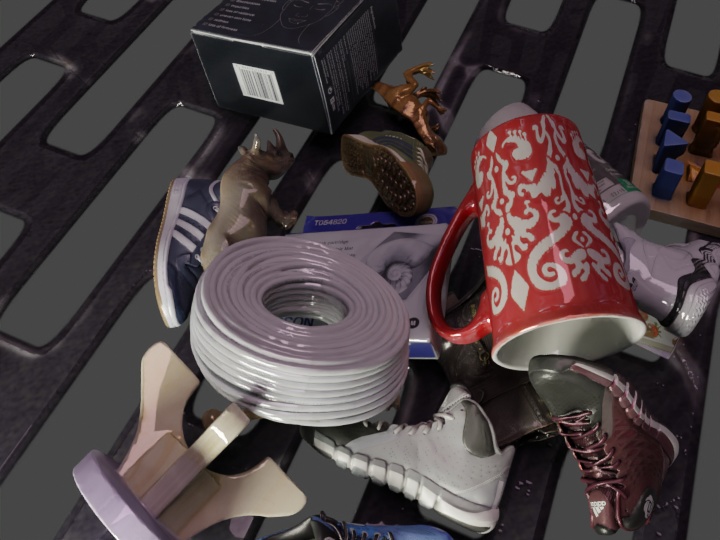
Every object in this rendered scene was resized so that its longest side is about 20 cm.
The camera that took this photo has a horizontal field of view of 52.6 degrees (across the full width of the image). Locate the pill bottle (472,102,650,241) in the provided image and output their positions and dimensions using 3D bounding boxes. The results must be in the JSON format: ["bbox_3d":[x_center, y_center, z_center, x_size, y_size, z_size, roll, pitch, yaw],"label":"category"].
[{"bbox_3d":[0.225,-0.099,0.843,0.112,0.114,0.201,-26,55,-19],"label":"pill bottle"}]

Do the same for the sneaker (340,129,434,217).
[{"bbox_3d":[0.053,-0.126,0.863,0.088,0.068,0.200,-13,29,-22],"label":"sneaker"}]

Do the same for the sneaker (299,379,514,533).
[{"bbox_3d":[0.050,0.146,0.672,0.197,0.075,0.117,24,82,5],"label":"sneaker"}]

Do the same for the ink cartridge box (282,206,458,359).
[{"bbox_3d":[0.000,0.000,0.781,0.195,0.041,0.203,-3,51,20],"label":"ink cartridge box"}]

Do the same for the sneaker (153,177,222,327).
[{"bbox_3d":[-0.166,-0.029,0.815,0.106,0.071,0.203,-3,51,-1],"label":"sneaker"}]

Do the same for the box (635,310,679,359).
[{"bbox_3d":[0.247,0.033,0.790,0.197,0.041,0.039,27,94,16],"label":"box"}]

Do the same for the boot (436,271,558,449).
[{"bbox_3d":[0.158,0.083,0.725,0.198,0.069,0.176,-34,56,12],"label":"boot"}]

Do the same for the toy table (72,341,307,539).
[{"bbox_3d":[-0.143,0.164,0.594,0.117,0.199,0.185,-44,101,-20],"label":"toy table"}]

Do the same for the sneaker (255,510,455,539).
[{"bbox_3d":[-0.013,0.248,0.606,0.195,0.090,0.080,-6,55,-5],"label":"sneaker"}]

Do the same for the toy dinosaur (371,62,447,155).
[{"bbox_3d":[0.052,-0.233,0.972,0.106,0.061,0.199,-37,63,-23],"label":"toy dinosaur"}]

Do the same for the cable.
[{"bbox_3d":[-0.049,0.046,0.637,0.195,0.070,0.201,13,30,0],"label":"cable"}]

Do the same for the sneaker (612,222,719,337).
[{"bbox_3d":[0.312,-0.008,0.769,0.114,0.076,0.199,29,28,17],"label":"sneaker"}]

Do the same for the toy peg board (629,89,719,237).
[{"bbox_3d":[0.450,-0.150,0.897,0.195,0.099,0.202,16,55,10],"label":"toy peg board"}]

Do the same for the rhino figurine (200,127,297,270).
[{"bbox_3d":[-0.114,-0.068,0.782,0.086,0.059,0.204,23,66,-25],"label":"rhino figurine"}]

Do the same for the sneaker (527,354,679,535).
[{"bbox_3d":[0.210,0.163,0.636,0.199,0.075,0.117,36,62,-26],"label":"sneaker"}]

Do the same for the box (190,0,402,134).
[{"bbox_3d":[-0.078,-0.304,0.960,0.197,0.125,0.198,18,56,27],"label":"box"}]

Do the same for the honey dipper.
[{"bbox_3d":[-0.059,0.136,0.721,0.195,0.038,0.039,-10,54,-5],"label":"honey dipper"}]

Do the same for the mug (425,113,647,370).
[{"bbox_3d":[0.147,-0.027,0.659,0.173,0.134,0.204,-3,66,-6],"label":"mug"}]
